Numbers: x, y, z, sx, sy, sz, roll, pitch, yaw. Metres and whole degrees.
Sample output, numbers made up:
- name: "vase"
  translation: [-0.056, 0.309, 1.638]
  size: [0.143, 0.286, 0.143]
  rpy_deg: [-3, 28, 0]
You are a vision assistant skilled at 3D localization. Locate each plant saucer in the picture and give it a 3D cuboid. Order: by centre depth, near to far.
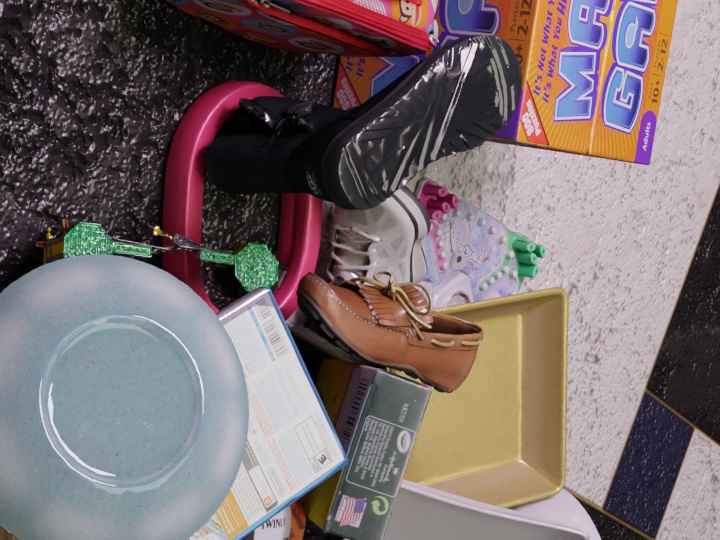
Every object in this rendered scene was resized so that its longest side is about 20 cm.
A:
- name: "plant saucer"
  translation: [-0.156, 0.085, 0.909]
  size: [0.199, 0.039, 0.204]
  rpy_deg: [7, 75, -26]
- name: "plant saucer"
  translation: [0.096, 0.120, 1.293]
  size: [0.198, 0.048, 0.203]
  rpy_deg: [-8, 105, -29]

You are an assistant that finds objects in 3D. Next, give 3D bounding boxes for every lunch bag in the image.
- name: "lunch bag"
  translation: [-0.036, -0.210, 1.027]
  size: [0.199, 0.175, 0.083]
  rpy_deg: [11, 89, -47]

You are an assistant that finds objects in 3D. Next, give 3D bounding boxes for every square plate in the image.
- name: "square plate"
  translation: [0.076, 0.259, 1.245]
  size: [0.029, 0.198, 0.199]
  rpy_deg: [-77, -177, -49]

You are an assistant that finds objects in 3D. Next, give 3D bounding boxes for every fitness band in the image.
- name: "fitness band"
  translation: [-0.092, -0.047, 1.118]
  size: [0.143, 0.037, 0.203]
  rpy_deg: [-7, 105, -44]

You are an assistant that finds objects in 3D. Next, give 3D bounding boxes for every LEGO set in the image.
- name: "LEGO set"
  translation: [-0.160, 0.042, 1.029]
  size: [0.198, 0.115, 0.156]
  rpy_deg: [-3, 85, -34]

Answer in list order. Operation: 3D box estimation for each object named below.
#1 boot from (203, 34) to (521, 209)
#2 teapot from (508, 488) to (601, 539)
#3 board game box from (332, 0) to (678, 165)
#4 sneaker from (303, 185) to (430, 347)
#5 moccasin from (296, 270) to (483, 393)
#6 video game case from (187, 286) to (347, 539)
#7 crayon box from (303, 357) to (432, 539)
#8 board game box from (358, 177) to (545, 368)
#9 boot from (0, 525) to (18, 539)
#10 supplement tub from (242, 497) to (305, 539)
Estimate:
- name: "boot"
  translation: [-0.001, -0.114, 1.047]
  size: [0.200, 0.167, 0.077]
  rpy_deg: [-37, 121, -29]
- name: "teapot"
  translation: [0.138, 0.298, 1.372]
  size: [0.145, 0.201, 0.199]
  rpy_deg: [-6, 133, -25]
- name: "board game box"
  translation: [0.126, -0.207, 1.190]
  size: [0.199, 0.199, 0.202]
  rpy_deg: [3, 98, -48]
- name: "sneaker"
  translation: [0.000, 0.000, 1.168]
  size: [0.116, 0.075, 0.201]
  rpy_deg: [-57, 157, -20]
- name: "moccasin"
  translation: [0.028, 0.039, 1.133]
  size: [0.200, 0.074, 0.078]
  rpy_deg: [26, 102, -39]
- name: "video game case"
  translation: [-0.113, 0.120, 0.970]
  size: [0.199, 0.018, 0.144]
  rpy_deg: [-32, 105, -29]
- name: "crayon box"
  translation: [-0.009, 0.139, 1.145]
  size: [0.050, 0.200, 0.128]
  rpy_deg: [19, 86, -13]
- name: "board game box"
  translation: [0.091, 0.039, 1.350]
  size: [0.199, 0.026, 0.202]
  rpy_deg: [25, 82, -48]
- name: "boot"
  translation: [-0.287, 0.207, 0.919]
  size: [0.154, 0.072, 0.202]
  rpy_deg: [-10, 127, -44]
- name: "supplement tub"
  translation: [-0.141, 0.187, 1.058]
  size: [0.199, 0.122, 0.124]
  rpy_deg: [5, 97, -48]
